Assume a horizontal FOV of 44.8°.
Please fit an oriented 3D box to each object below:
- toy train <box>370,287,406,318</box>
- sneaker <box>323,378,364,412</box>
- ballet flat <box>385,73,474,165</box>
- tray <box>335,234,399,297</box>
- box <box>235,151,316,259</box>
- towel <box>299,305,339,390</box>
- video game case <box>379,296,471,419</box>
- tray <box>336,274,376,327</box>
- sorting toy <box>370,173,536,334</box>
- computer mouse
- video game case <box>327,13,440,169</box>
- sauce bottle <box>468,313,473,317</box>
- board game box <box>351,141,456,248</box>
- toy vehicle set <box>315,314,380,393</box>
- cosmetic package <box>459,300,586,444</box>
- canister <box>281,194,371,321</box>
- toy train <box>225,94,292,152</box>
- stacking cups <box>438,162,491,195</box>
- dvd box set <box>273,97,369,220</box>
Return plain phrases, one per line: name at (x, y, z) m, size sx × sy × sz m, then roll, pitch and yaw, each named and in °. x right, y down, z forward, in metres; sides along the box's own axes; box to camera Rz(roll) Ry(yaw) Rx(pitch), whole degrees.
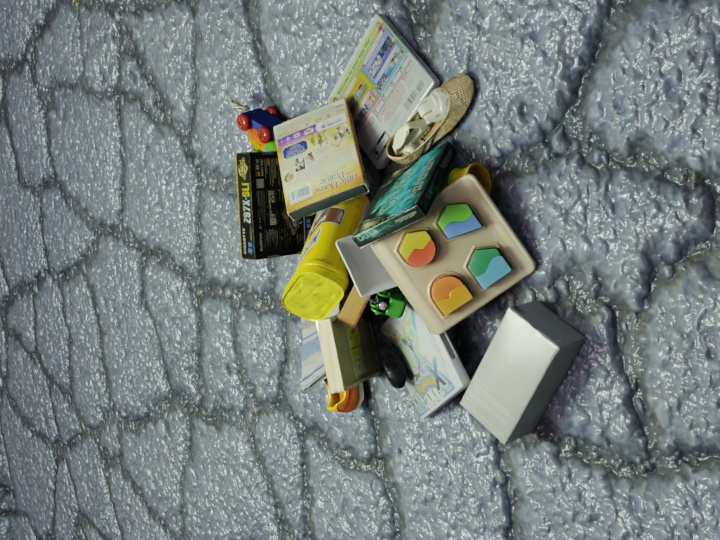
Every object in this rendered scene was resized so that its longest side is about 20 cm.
toy train at (0.044, 0.037, 1.487) m, size 0.200 × 0.056 × 0.042 m, roll -100°, pitch 27°, yaw -76°
sneaker at (-0.042, 0.167, 1.651) m, size 0.073 × 0.077 × 0.200 m, roll -26°, pitch 69°, yaw 46°
ballet flat at (0.109, -0.243, 1.433) m, size 0.200 × 0.065 × 0.071 m, roll -51°, pitch 58°, yaw 38°
tray at (0.065, -0.028, 1.434) m, size 0.108 × 0.200 × 0.022 m, roll 65°, pitch 156°, yaw 16°
box at (-0.156, -0.126, 1.662) m, size 0.049 × 0.160 × 0.201 m, roll 6°, pitch 102°, yaw 45°
towel at (-0.071, 0.112, 1.644) m, size 0.147 × 0.024 × 0.200 m, roll -40°, pitch 41°, yaw 45°
video game case at (0.105, 0.143, 1.487) m, size 0.183 × 0.022 × 0.200 m, roll 65°, pitch 156°, yaw 16°
tray at (0.000, 0.000, 1.522) m, size 0.200 × 0.037 × 0.099 m, roll -83°, pitch 15°, yaw -57°
sorting toy at (0.142, -0.022, 1.359) m, size 0.200 × 0.036 × 0.185 m, roll -35°, pitch 93°, yaw 13°
computer mouse at (0.039, 0.117, 1.552) m, size 0.034 × 0.059 × 0.200 m, roll -28°, pitch 67°, yaw 11°
video game case at (0.035, -0.312, 1.530) m, size 0.182 × 0.022 × 0.200 m, roll 55°, pitch 132°, yaw 24°
sauce bottle at (0.115, 0.016, 1.475) m, size 0.200 × 0.066 × 0.066 m, roll 34°, pitch 120°, yaw 35°
board game box at (0.071, -0.122, 1.397) m, size 0.135 × 0.200 × 0.028 m, roll -25°, pitch 113°, yaw 35°
toy vehicle set at (-0.018, 0.137, 1.541) m, size 0.026 × 0.200 × 0.125 m, roll -11°, pitch 89°, yaw 19°
cosmetic package at (0.247, 0.156, 1.347) m, size 0.107 × 0.090 × 0.200 m, roll 43°, pitch 122°, yaw 31°
canister at (-0.056, -0.031, 1.521) m, size 0.149 × 0.086 × 0.200 m, roll -51°, pitch 17°, yaw 53°
toy train at (-0.209, -0.269, 1.758) m, size 0.200 × 0.085 × 0.116 m, roll 34°, pitch 133°, yaw 38°
stacking cups at (0.127, -0.129, 1.450) m, size 0.200 × 0.060 × 0.061 m, roll -12°, pitch 88°, yaw 52°
dvd box set at (-0.071, -0.196, 1.528) m, size 0.146 × 0.029 × 0.200 m, roll -21°, pitch 57°, yaw 12°
